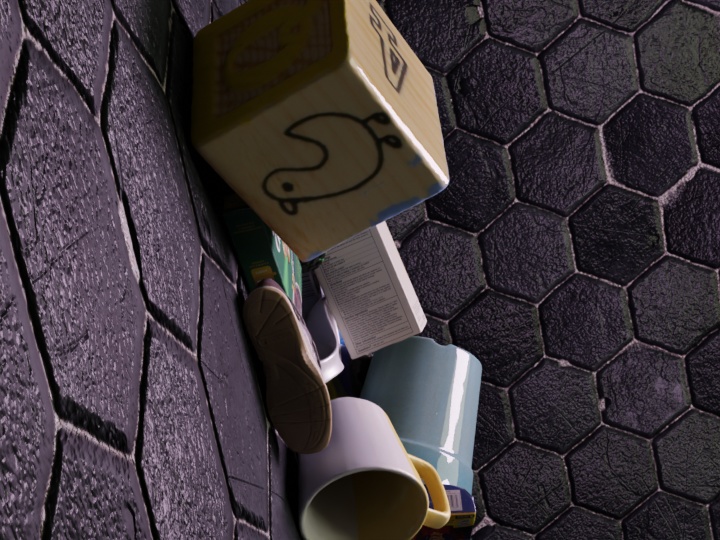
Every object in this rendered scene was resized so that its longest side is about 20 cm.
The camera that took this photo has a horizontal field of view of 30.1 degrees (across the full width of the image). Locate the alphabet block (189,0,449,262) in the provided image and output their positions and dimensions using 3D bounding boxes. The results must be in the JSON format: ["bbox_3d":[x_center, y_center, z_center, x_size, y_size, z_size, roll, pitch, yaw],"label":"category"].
[{"bbox_3d":[-0.043,-0.168,1.388,0.200,0.195,0.197,46,24,-39],"label":"alphabet block"}]

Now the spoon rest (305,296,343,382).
[{"bbox_3d":[-0.046,0.100,1.687,0.200,0.060,0.100,-64,144,-69],"label":"spoon rest"}]

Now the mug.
[{"bbox_3d":[-0.001,0.241,1.566,0.187,0.149,0.154,56,10,-37],"label":"mug"}]

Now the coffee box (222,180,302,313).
[{"bbox_3d":[-0.107,-0.031,1.495,0.123,0.044,0.201,-93,170,-49],"label":"coffee box"}]

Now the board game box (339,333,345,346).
[{"bbox_3d":[-0.043,0.006,2.187,0.200,0.026,0.201,-88,165,-67],"label":"board game box"}]

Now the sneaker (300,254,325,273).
[{"bbox_3d":[-0.088,-0.090,1.641,0.085,0.077,0.201,-89,167,-67],"label":"sneaker"}]

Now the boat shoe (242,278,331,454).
[{"bbox_3d":[-0.074,0.101,1.448,0.065,0.071,0.201,-76,149,-66],"label":"boat shoe"}]

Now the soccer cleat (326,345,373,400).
[{"bbox_3d":[-0.018,0.203,1.874,0.064,0.083,0.202,-7,102,-46],"label":"soccer cleat"}]

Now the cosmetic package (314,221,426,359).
[{"bbox_3d":[0.000,0.000,1.726,0.071,0.105,0.201,-48,116,-77],"label":"cosmetic package"}]

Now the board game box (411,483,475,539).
[{"bbox_3d":[0.035,0.335,1.698,0.201,0.198,0.062,95,-8,-52],"label":"board game box"}]

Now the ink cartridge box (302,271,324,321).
[{"bbox_3d":[-0.071,-0.011,1.842,0.201,0.043,0.199,-96,172,-46],"label":"ink cartridge box"}]

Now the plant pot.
[{"bbox_3d":[0.072,0.203,1.778,0.200,0.199,0.197,67,34,-66],"label":"plant pot"}]
